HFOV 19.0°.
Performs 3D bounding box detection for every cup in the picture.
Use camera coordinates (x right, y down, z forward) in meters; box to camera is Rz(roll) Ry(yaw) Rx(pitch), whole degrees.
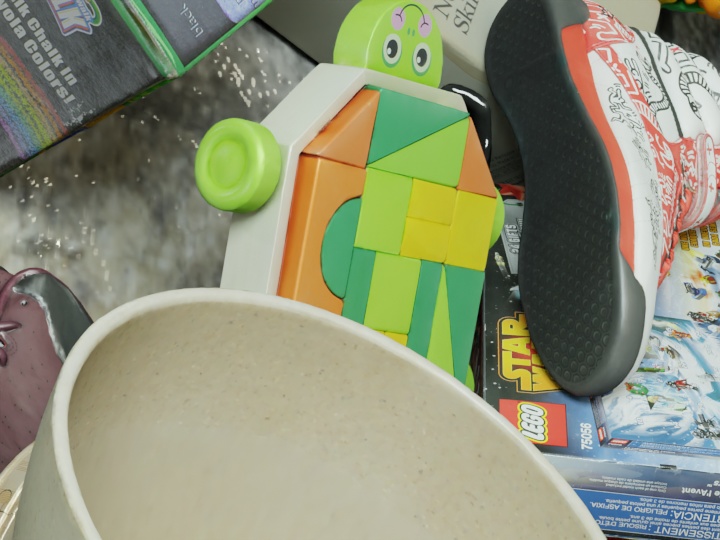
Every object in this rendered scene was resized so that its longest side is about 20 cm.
[{"bbox_3d":[-0.032,0.126,0.677,0.199,0.144,0.201,23,31,-15],"label":"cup"}]

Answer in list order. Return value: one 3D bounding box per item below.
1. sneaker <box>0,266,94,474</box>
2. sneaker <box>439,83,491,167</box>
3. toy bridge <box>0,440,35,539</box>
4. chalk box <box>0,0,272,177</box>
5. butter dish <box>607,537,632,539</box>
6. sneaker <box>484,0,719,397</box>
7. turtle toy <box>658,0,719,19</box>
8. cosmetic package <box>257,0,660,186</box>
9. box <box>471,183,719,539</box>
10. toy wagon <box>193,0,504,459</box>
[{"bbox_3d":[-0.160,0.049,0.774,0.199,0.075,0.116,11,65,-47],"label":"sneaker"},{"bbox_3d":[0.000,0.000,0.889,0.071,0.080,0.201,25,53,4],"label":"sneaker"},{"bbox_3d":[-0.103,0.097,0.743,0.067,0.027,0.201,48,59,-38],"label":"toy bridge"},{"bbox_3d":[-0.091,-0.134,0.790,0.124,0.200,0.125,-44,105,-38],"label":"chalk box"},{"bbox_3d":[0.156,0.156,0.947,0.199,0.148,0.201,-7,68,1],"label":"butter dish"},{"bbox_3d":[0.118,-0.028,0.886,0.107,0.067,0.202,18,44,-29],"label":"sneaker"},{"bbox_3d":[0.133,-0.191,1.031,0.200,0.146,0.101,43,77,-29],"label":"turtle toy"},{"bbox_3d":[0.035,-0.128,0.972,0.200,0.073,0.104,34,57,-27],"label":"cosmetic package"},{"bbox_3d":[0.115,0.035,0.891,0.136,0.040,0.200,7,33,-1],"label":"box"},{"bbox_3d":[0.000,-0.017,0.793,0.155,0.039,0.201,9,91,-53],"label":"toy wagon"}]
